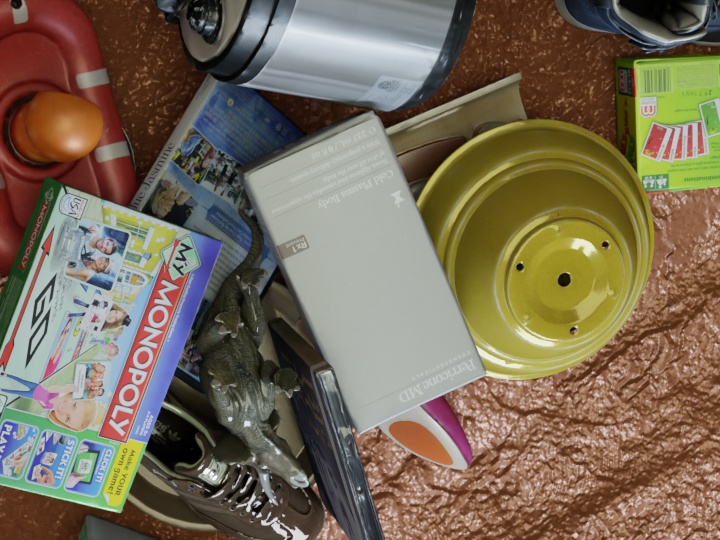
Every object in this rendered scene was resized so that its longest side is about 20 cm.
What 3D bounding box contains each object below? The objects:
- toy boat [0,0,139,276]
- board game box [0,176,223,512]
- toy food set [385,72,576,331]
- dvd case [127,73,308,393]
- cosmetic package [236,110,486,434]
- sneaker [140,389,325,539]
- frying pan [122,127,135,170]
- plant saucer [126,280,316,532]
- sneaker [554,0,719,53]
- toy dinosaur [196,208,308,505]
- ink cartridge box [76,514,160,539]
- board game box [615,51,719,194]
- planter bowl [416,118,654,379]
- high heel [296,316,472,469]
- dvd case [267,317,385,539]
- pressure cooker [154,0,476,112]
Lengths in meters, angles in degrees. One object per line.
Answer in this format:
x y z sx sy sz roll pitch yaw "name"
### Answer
-0.214 -0.098 1.267 0.130 0.130 0.202 -18 95 -28 "toy boat"
-0.185 0.053 1.253 0.134 0.029 0.201 19 92 -37 "board game box"
0.090 -0.031 1.411 0.143 0.060 0.201 -23 102 -7 "toy food set"
-0.106 -0.028 1.333 0.143 0.017 0.201 39 77 -44 "dvd case"
0.000 0.000 1.304 0.106 0.090 0.201 -26 97 -4 "cosmetic package"
-0.109 0.150 1.361 0.199 0.076 0.071 34 90 -14 "sneaker"
-0.186 -0.060 1.362 0.189 0.031 0.116 19 91 -12 "frying pan"
-0.109 0.096 1.406 0.198 0.029 0.202 -2 99 -10 "plant saucer"
0.260 -0.202 1.377 0.200 0.146 0.078 -4 98 -12 "sneaker"
-0.089 0.059 1.305 0.076 0.102 0.202 -9 72 -23 "toy dinosaur"
-0.173 0.305 1.394 0.144 0.087 0.201 21 92 -13 "ink cartridge box"
0.299 -0.119 1.446 0.198 0.048 0.103 -5 100 -10 "board game box"
0.136 -0.003 1.362 0.199 0.083 0.202 -4 107 -13 "planter bowl"
0.036 0.062 1.417 0.200 0.067 0.097 50 52 -30 "high heel"
-0.024 0.120 1.309 0.016 0.200 0.150 -18 101 -9 "dvd case"
-0.038 -0.204 1.248 0.198 0.179 0.177 7 118 -25 "pressure cooker"
